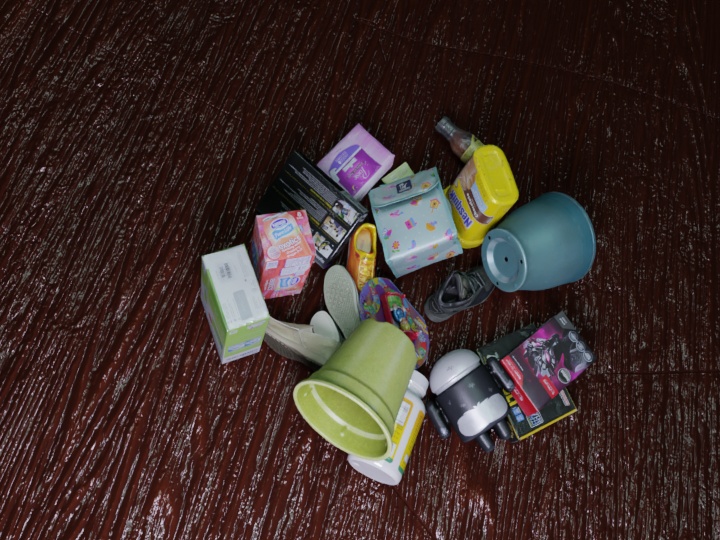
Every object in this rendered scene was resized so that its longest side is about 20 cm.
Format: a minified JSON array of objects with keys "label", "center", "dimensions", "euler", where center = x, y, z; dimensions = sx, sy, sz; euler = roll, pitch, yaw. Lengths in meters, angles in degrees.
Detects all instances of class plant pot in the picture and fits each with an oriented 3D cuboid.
[{"label":"plant pot","center":[0.009,0.197,1.223],"dimensions":[0.198,0.201,0.186],"euler":[35,55,2]},{"label":"plant pot","center":[0.365,-0.047,1.471],"dimensions":[0.184,0.201,0.204],"euler":[-18,73,-30]}]

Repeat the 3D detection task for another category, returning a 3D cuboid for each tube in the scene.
[{"label":"tube","center":[0.134,-0.152,1.554],"dimensions":[0.202,0.052,0.058],"euler":[53,31,14]}]

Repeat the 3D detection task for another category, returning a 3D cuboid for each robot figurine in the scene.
[{"label":"robot figurine","center":[0.220,0.257,1.365],"dimensions":[0.148,0.125,0.203],"euler":[-22,74,-40]}]

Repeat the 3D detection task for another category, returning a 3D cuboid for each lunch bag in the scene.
[{"label":"lunch bag","center":[0.114,-0.116,1.471],"dimensions":[0.166,0.122,0.205],"euler":[-19,65,10]}]

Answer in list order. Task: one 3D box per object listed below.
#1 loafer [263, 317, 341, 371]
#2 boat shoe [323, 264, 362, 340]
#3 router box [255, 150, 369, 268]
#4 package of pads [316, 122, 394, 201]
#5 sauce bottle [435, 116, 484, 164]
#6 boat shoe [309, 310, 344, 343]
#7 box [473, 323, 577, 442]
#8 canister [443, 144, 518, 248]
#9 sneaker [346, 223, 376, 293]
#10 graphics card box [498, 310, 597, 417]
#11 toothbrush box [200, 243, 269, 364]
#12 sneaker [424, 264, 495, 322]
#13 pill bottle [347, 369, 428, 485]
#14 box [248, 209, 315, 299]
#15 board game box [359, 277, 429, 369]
[{"label":"loafer","center":[-0.118,0.135,1.333],"dimensions":[0.196,0.076,0.069],"euler":[27,63,19]},{"label":"boat shoe","center":[-0.018,0.085,1.384],"dimensions":[0.073,0.062,0.204],"euler":[-30,71,14]},{"label":"router box","center":[-0.102,-0.128,1.434],"dimensions":[0.199,0.051,0.150],"euler":[41,104,5]},{"label":"package of pads","center":[-0.023,-0.219,1.523],"dimensions":[0.120,0.076,0.201],"euler":[39,64,5]},{"label":"sauce bottle","center":[0.262,-0.285,1.632],"dimensions":[0.200,0.066,0.066],"euler":[44,64,4]},{"label":"boat shoe","center":[-0.049,0.179,1.360],"dimensions":[0.060,0.071,0.206],"euler":[22,43,-56]},{"label":"box","center":[0.342,0.235,1.447],"dimensions":[0.156,0.050,0.204],"euler":[-19,74,-19]},{"label":"canister","center":[0.258,-0.160,1.503],"dimensions":[0.084,0.201,0.152],"euler":[-10,70,-19]},{"label":"sneaker","center":[0.000,0.000,1.435],"dimensions":[0.071,0.077,0.207],"euler":[2,77,-14]},{"label":"graphics card box","center":[0.383,0.191,1.423],"dimensions":[0.197,0.051,0.127],"euler":[-31,79,-26]},{"label":"toothbrush box","center":[-0.238,0.067,1.278],"dimensions":[0.084,0.201,0.149],"euler":[-17,72,-19]},{"label":"sneaker","center":[0.233,0.035,1.466],"dimensions":[0.196,0.115,0.078],"euler":[-25,77,-25]},{"label":"pill bottle","center":[0.060,0.290,1.312],"dimensions":[0.110,0.113,0.204],"euler":[26,64,-2]},{"label":"box","center":[-0.157,-0.027,1.338],"dimensions":[0.100,0.201,0.097],"euler":[-8,69,-17]},{"label":"board game box","center":[0.083,0.097,1.389],"dimensions":[0.201,0.039,0.159],"euler":[49,38,-10]}]
